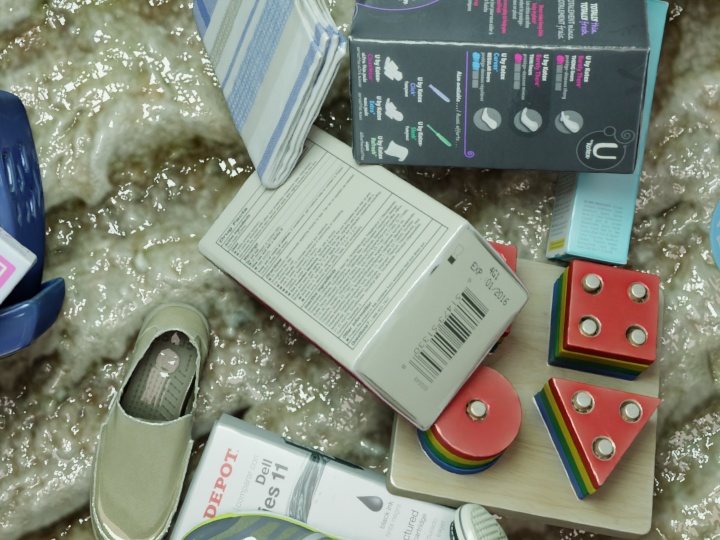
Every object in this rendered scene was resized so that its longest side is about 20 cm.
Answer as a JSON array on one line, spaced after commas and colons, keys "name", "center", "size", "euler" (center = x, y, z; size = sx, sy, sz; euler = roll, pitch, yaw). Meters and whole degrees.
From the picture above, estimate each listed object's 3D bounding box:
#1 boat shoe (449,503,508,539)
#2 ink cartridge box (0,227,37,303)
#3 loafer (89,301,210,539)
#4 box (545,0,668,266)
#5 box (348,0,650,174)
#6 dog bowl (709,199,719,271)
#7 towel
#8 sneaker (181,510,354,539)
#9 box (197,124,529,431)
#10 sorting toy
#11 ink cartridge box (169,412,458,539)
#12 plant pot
[{"name": "boat shoe", "center": [0.094, 0.257, 1.089], "size": [0.062, 0.075, 0.201], "euler": [-13, 124, 12]}, {"name": "ink cartridge box", "center": [-0.318, 0.032, 0.950], "size": [0.119, 0.042, 0.200], "euler": [40, 95, -11]}, {"name": "loafer", "center": [-0.163, 0.122, 1.115], "size": [0.075, 0.068, 0.202], "euler": [11, 87, -2]}, {"name": "box", "center": [0.189, -0.105, 1.136], "size": [0.049, 0.082, 0.202], "euler": [10, 87, -3]}, {"name": "box", "center": [0.096, -0.146, 1.025], "size": [0.198, 0.123, 0.107], "euler": [3, 131, 6]}, {"name": "dog bowl", "center": [0.366, -0.061, 1.157], "size": [0.111, 0.050, 0.200], "euler": [44, 87, 0]}, {"name": "towel", "center": [-0.070, -0.177, 1.065], "size": [0.024, 0.147, 0.201], "euler": [-2, 50, -30]}, {"name": "sneaker", "center": [-0.033, 0.214, 1.026], "size": [0.198, 0.081, 0.075], "euler": [8, 87, -4]}, {"name": "box", "center": [0.000, 0.000, 1.057], "size": [0.128, 0.109, 0.200], "euler": [-51, 46, -3]}, {"name": "sorting toy", "center": [0.133, 0.079, 1.092], "size": [0.198, 0.070, 0.200], "euler": [11, 66, -6]}, {"name": "ink cartridge box", "center": [-0.043, 0.211, 1.109], "size": [0.198, 0.083, 0.148], "euler": [20, 87, -2]}, {"name": "plant pot", "center": [-0.320, -0.015, 1.056], "size": [0.198, 0.200, 0.181], "euler": [-19, 95, -3]}]
